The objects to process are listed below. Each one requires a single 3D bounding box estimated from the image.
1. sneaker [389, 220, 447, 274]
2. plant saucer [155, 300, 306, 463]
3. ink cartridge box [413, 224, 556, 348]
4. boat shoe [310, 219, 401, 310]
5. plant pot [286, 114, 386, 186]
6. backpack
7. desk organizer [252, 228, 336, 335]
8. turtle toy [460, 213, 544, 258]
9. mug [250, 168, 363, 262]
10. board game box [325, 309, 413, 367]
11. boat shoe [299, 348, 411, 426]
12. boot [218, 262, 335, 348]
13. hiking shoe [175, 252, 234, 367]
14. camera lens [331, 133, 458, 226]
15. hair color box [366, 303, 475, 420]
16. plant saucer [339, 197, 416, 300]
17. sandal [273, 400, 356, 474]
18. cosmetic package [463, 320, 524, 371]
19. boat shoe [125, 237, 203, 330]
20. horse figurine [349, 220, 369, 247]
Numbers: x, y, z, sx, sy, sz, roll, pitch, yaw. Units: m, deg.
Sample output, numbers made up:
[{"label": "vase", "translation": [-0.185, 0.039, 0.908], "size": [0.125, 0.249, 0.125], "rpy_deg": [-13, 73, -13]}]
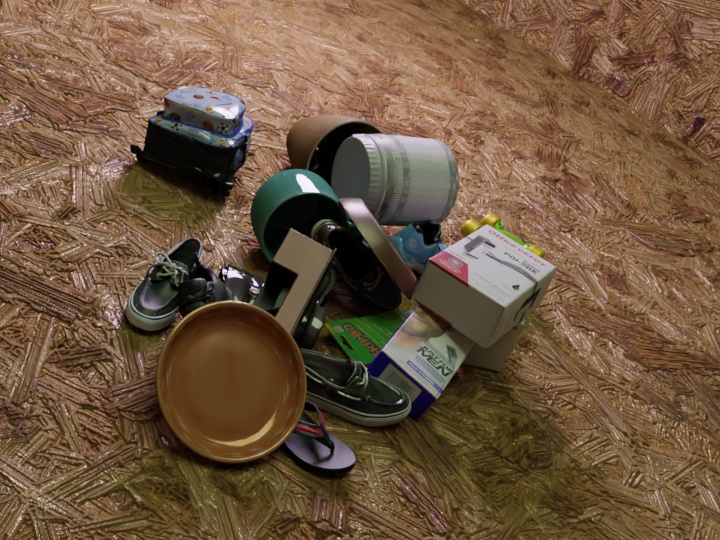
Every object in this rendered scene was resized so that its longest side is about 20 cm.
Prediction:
[{"label": "sneaker", "translation": [0.124, -0.041, 1.724], "size": [0.079, 0.090, 0.199], "rpy_deg": [53, 19, 22]}, {"label": "plant saucer", "translation": [-0.164, 0.141, 1.211], "size": [0.197, 0.037, 0.204], "rpy_deg": [8, 72, -25]}, {"label": "ink cartridge box", "translation": [0.199, 0.019, 1.515], "size": [0.146, 0.084, 0.199], "rpy_deg": [33, 34, 20]}, {"label": "boat shoe", "translation": [0.000, 0.000, 1.557], "size": [0.201, 0.072, 0.060], "rpy_deg": [44, -6, -22]}, {"label": "plant pot", "translation": [-0.064, -0.224, 1.845], "size": [0.184, 0.189, 0.200], "rpy_deg": [4, 21, -33]}, {"label": "backpack", "translation": [-0.283, -0.248, 1.732], "size": [0.197, 0.156, 0.191], "rpy_deg": [23, 19, 2]}, {"label": "desk organizer", "translation": [-0.113, 0.043, 1.382], "size": [0.076, 0.072, 0.201], "rpy_deg": [26, 54, 0]}, {"label": "turtle toy", "translation": [0.242, -0.020, 1.803], "size": [0.145, 0.102, 0.199], "rpy_deg": [39, 33, 24]}, {"label": "mug", "translation": [-0.100, -0.080, 1.607], "size": [0.186, 0.151, 0.115], "rpy_deg": [53, 3, -40]}, {"label": "board game box", "translation": [0.038, 0.110, 1.514], "size": [0.198, 0.030, 0.096], "rpy_deg": [-3, 42, -44]}, {"label": "boat shoe", "translation": [-0.016, 0.162, 1.340], "size": [0.197, 0.072, 0.073], "rpy_deg": [14, 38, -13]}, {"label": "boot", "translation": [-0.133, 0.027, 1.476], "size": [0.172, 0.070, 0.201], "rpy_deg": [22, 32, -7]}, {"label": "hiking shoe", "translation": [-0.220, 0.066, 1.295], "size": [0.201, 0.075, 0.101], "rpy_deg": [-100, 163, -54]}, {"label": "camera lens", "translation": [0.066, -0.160, 1.727], "size": [0.197, 0.162, 0.161], "rpy_deg": [0, 37, -31]}, {"label": "hair color box", "translation": [0.098, 0.124, 1.465], "size": [0.109, 0.065, 0.200], "rpy_deg": [40, 36, 3]}, {"label": "plant saucer", "translation": [0.035, -0.043, 1.559], "size": [0.201, 0.034, 0.200], "rpy_deg": [54, 3, -4]}, {"label": "sandal", "translation": [-0.087, 0.195, 1.265], "size": [0.199, 0.045, 0.075], "rpy_deg": [38, 32, 21]}, {"label": "cosmetic package", "translation": [0.201, 0.063, 1.635], "size": [0.084, 0.109, 0.201], "rpy_deg": [14, 30, -16]}, {"label": "boat shoe", "translation": [-0.275, 0.014, 1.388], "size": [0.073, 0.069, 0.200], "rpy_deg": [27, 30, 5]}, {"label": "horse figurine", "translation": [0.011, -0.033, 1.703], "size": [0.131, 0.050, 0.201], "rpy_deg": [13, 33, -32]}]
